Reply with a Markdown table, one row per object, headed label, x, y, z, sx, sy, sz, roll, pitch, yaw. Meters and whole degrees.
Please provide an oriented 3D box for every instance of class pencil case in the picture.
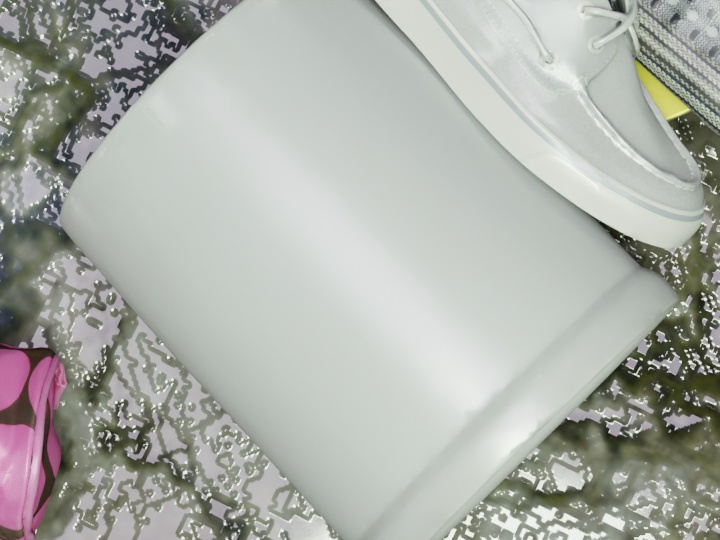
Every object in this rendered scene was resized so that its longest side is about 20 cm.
| label | x | y | z | sx | sy | sz | roll | pitch | yaw |
| --- | --- | --- | --- | --- | --- | --- | --- | --- | --- |
| pencil case | -0.221 | 0.054 | 1.146 | 0.199 | 0.091 | 0.094 | 13 | 42 | 1 |

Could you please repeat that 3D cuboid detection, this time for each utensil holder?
| label | x | y | z | sx | sy | sz | roll | pitch | yaw |
| --- | --- | --- | --- | --- | --- | --- | --- | --- | --- |
| utensil holder | 0.000 | 0.000 | 1.100 | 0.170 | 0.170 | 0.200 | -45 | 84 | -2 |

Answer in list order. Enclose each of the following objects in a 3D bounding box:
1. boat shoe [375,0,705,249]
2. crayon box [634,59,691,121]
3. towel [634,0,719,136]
| label | x | y | z | sx | sy | sz | roll | pitch | yaw |
| --- | --- | --- | --- | --- | --- | --- | --- | --- | --- |
| boat shoe | 0.073 | -0.098 | 1.079 | 0.200 | 0.072 | 0.069 | 50 | 119 | 12 |
| crayon box | 0.128 | -0.164 | 1.147 | 0.126 | 0.051 | 0.201 | -23 | 78 | 9 |
| towel | 0.183 | -0.154 | 1.089 | 0.193 | 0.035 | 0.200 | 44 | 94 | 14 |
